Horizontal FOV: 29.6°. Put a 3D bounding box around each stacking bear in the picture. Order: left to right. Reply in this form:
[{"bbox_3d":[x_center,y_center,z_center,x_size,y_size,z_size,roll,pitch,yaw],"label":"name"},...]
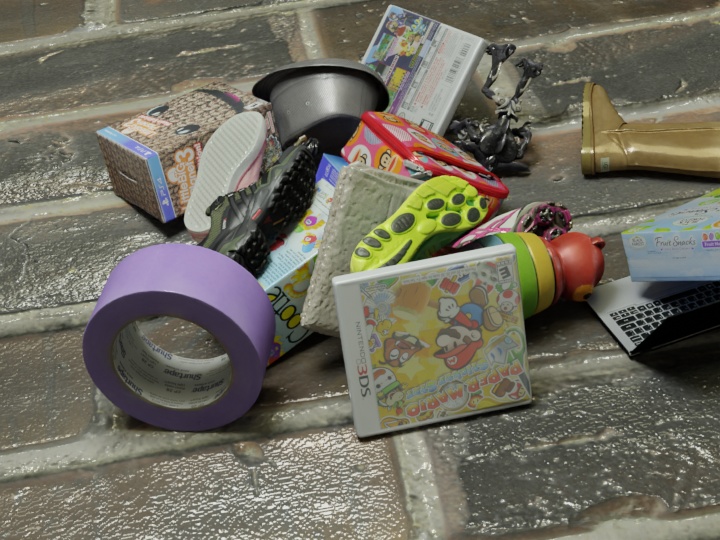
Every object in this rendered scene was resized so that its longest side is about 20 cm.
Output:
[{"bbox_3d":[0.191,0.007,1.583,0.198,0.122,0.114,-12,53,-16],"label":"stacking bear"}]

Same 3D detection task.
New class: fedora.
[{"bbox_3d":[-0.054,-0.209,1.861,0.199,0.176,0.091,-14,62,33],"label":"fedora"}]

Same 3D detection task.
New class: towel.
[{"bbox_3d":[0.012,-0.016,1.553,0.132,0.202,0.034,14,6,-27],"label":"towel"}]

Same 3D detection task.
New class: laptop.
[{"bbox_3d":[0.377,0.014,1.549,0.186,0.117,0.200,-16,38,-13],"label":"laptop"}]

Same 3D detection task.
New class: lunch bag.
[{"bbox_3d":[0.089,-0.117,1.717,0.199,0.082,0.176,13,25,-46],"label":"lunch bag"}]

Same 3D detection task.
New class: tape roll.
[{"bbox_3d":[-0.196,0.075,1.486,0.198,0.201,0.085,1,38,10],"label":"tape roll"}]

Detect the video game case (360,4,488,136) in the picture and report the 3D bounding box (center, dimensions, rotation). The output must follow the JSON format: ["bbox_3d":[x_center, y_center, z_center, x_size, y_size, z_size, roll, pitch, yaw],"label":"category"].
[{"bbox_3d":[0.066,-0.260,1.923,0.182,0.023,0.201,28,93,37],"label":"video game case"}]

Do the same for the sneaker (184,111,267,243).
[{"bbox_3d":[-0.164,-0.104,1.777,0.075,0.105,0.201,4,59,25],"label":"sneaker"}]

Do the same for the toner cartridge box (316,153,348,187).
[{"bbox_3d":[0.018,-0.087,1.739,0.094,0.043,0.200,10,21,-27],"label":"toner cartridge box"}]

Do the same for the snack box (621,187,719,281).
[{"bbox_3d":[0.433,-0.046,1.583,0.199,0.068,0.168,-23,13,-35],"label":"snack box"}]

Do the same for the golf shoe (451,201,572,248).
[{"bbox_3d":[0.164,-0.022,1.679,0.199,0.073,0.092,-26,11,-18],"label":"golf shoe"}]

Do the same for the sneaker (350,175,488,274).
[{"bbox_3d":[0.058,-0.039,1.515,0.199,0.084,0.074,-33,81,-28],"label":"sneaker"}]

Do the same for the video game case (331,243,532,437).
[{"bbox_3d":[0.079,0.076,1.460,0.198,0.184,0.023,-11,20,-6],"label":"video game case"}]

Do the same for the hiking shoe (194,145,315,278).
[{"bbox_3d":[-0.129,-0.076,1.572,0.100,0.076,0.201,15,55,30],"label":"hiking shoe"}]

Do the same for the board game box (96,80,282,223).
[{"bbox_3d":[-0.232,-0.167,1.868,0.199,0.098,0.159,-28,32,-26],"label":"board game box"}]

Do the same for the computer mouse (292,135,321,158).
[{"bbox_3d":[-0.084,-0.084,1.777,0.044,0.110,0.201,25,38,-24],"label":"computer mouse"}]

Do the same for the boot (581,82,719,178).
[{"bbox_3d":[0.402,-0.189,1.856,0.198,0.066,0.176,0,50,10],"label":"boot"}]

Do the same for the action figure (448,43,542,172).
[{"bbox_3d":[0.188,-0.202,1.871,0.118,0.102,0.202,19,79,-10],"label":"action figure"}]

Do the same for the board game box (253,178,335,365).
[{"bbox_3d":[-0.081,0.004,1.605,0.199,0.103,0.105,-36,45,-14],"label":"board game box"}]
